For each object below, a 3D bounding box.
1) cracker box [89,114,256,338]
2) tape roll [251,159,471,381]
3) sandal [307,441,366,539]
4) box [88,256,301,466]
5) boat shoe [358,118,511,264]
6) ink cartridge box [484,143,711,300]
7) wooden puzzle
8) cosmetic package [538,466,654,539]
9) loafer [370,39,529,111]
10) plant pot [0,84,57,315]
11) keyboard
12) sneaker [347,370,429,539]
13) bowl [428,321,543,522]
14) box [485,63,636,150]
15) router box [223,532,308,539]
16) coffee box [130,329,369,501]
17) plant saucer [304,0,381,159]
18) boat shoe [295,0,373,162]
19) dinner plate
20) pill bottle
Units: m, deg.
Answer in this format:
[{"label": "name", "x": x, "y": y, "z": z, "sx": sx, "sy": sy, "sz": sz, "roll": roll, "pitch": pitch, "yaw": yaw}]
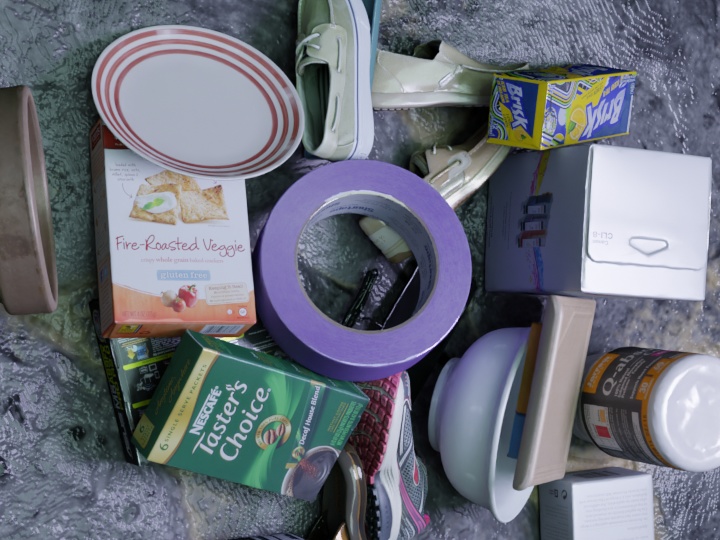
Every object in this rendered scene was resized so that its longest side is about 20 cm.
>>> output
[{"label": "cracker box", "x": -0.173, "y": -0.040, "z": 1.626, "sx": 0.134, "sy": 0.058, "sz": 0.200, "roll": 0, "pitch": 73, "yaw": -22}, {"label": "tape roll", "x": 0.000, "y": 0.000, "z": 1.661, "sx": 0.200, "sy": 0.066, "sz": 0.200, "roll": 3, "pitch": 75, "yaw": -12}, {"label": "sandal", "x": -0.025, "y": 0.265, "z": 1.711, "sx": 0.055, "sy": 0.082, "sz": 0.200, "roll": -6, "pitch": 98, "yaw": -27}, {"label": "box", "x": -0.142, "y": 0.081, "z": 1.681, "sx": 0.200, "sy": 0.044, "sz": 0.161, "roll": -16, "pitch": 98, "yaw": -23}, {"label": "boat shoe", "x": 0.080, "y": -0.095, "z": 1.765, "sx": 0.065, "sy": 0.072, "sz": 0.200, "roll": 46, "pitch": 72, "yaw": -8}, {"label": "ink cartridge box", "x": 0.234, "y": -0.045, "z": 1.764, "sx": 0.145, "sy": 0.200, "sz": 0.145, "roll": 4, "pitch": 89, "yaw": -25}, {"label": "wooden puzzle", "x": 0.184, "y": 0.116, "z": 1.730, "sx": 0.037, "sy": 0.200, "sz": 0.185, "roll": 11, "pitch": 92, "yaw": 16}, {"label": "cosmetic package", "x": 0.248, "y": 0.311, "z": 1.846, "sx": 0.101, "sy": 0.071, "sz": 0.200, "roll": -3, "pitch": 92, "yaw": -25}, {"label": "loafer", "x": 0.087, "y": -0.196, "z": 1.763, "sx": 0.200, "sy": 0.076, "sz": 0.068, "roll": -7, "pitch": 99, "yaw": -24}, {"label": "plant pot", "x": -0.357, "y": -0.051, "z": 1.516, "sx": 0.174, "sy": 0.200, "sz": 0.201, "roll": -8, "pitch": 94, "yaw": -7}, {"label": "keyboard", "x": 0.028, "y": 0.062, "z": 1.771, "sx": 0.127, "sy": 0.021, "sz": 0.200, "roll": 37, "pitch": 75, "yaw": -26}, {"label": "sneaker", "x": 0.028, "y": 0.177, "z": 1.733, "sx": 0.075, "sy": 0.081, "sz": 0.200, "roll": -15, "pitch": 121, "yaw": -30}, {"label": "bowl", "x": 0.125, "y": 0.141, "z": 1.755, "sx": 0.090, "sy": 0.201, "sz": 0.201, "roll": 12, "pitch": 84, "yaw": 20}, {"label": "box", "x": 0.203, "y": -0.165, "z": 1.766, "sx": 0.200, "sy": 0.064, "sz": 0.070, "roll": -15, "pitch": 114, "yaw": -56}, {"label": "router box", "x": -0.126, "y": 0.359, "z": 1.687, "sx": 0.157, "sy": 0.052, "sz": 0.200, "roll": -2, "pitch": 92, "yaw": -24}, {"label": "coffee box", "x": -0.101, "y": 0.138, "z": 1.641, "sx": 0.200, "sy": 0.044, "sz": 0.123, "roll": 22, "pitch": 102, "yaw": -37}, {"label": "plant saucer", "x": -0.013, "y": -0.205, "z": 1.727, "sx": 0.019, "sy": 0.070, "sz": 0.200, "roll": 10, "pitch": 86, "yaw": -52}, {"label": "boat shoe", "x": -0.031, "y": -0.199, "z": 1.688, "sx": 0.062, "sy": 0.072, "sz": 0.200, "roll": 7, "pitch": 68, "yaw": -50}, {"label": "dinner plate", "x": -0.150, "y": -0.151, "z": 1.631, "sx": 0.200, "sy": 0.024, "sz": 0.200, "roll": 12, "pitch": 45, "yaw": -12}, {"label": "pill bottle", "x": 0.291, "y": 0.137, "z": 1.793, "sx": 0.116, "sy": 0.200, "sz": 0.117, "roll": 0, "pitch": 91, "yaw": -25}]
